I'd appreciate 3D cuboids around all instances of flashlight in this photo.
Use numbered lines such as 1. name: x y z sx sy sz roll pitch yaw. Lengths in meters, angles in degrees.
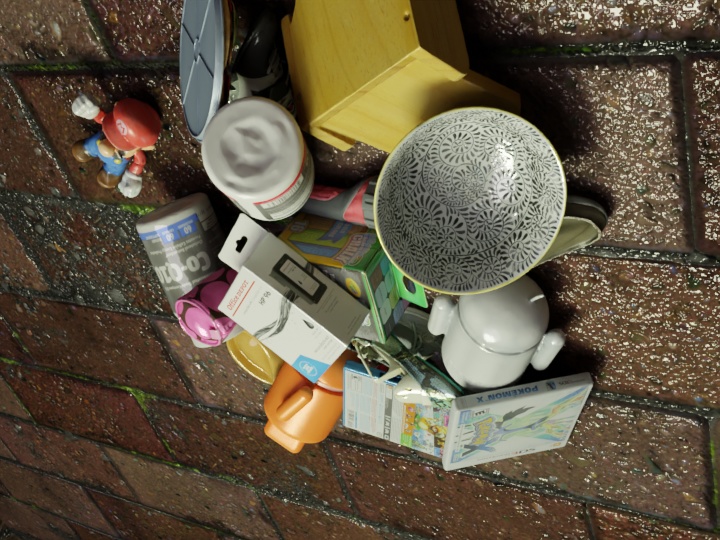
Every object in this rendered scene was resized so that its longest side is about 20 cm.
1. flashlight: -0.037 -0.098 1.161 0.197 0.068 0.069 15 134 33

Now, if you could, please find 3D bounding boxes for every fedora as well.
1. fedora: -0.151 0.113 1.453 0.198 0.082 0.202 22 141 18

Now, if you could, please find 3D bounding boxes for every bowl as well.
1. bowl: 0.108 -0.087 0.964 0.197 0.095 0.204 -1 117 -3

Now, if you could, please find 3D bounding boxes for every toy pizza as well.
1. toy pizza: -0.170 -0.247 1.036 0.031 0.203 0.201 -1 150 -22

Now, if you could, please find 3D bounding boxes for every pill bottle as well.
1. pill bottle: -0.237 0.001 1.340 0.112 0.113 0.203 -6 112 41
2. pill bottle: -0.109 -0.118 1.051 0.110 0.112 0.200 31 176 5

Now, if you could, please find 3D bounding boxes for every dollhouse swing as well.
1. dollhouse swing: 0.051 -0.227 0.976 0.199 0.174 0.185 -24 73 49

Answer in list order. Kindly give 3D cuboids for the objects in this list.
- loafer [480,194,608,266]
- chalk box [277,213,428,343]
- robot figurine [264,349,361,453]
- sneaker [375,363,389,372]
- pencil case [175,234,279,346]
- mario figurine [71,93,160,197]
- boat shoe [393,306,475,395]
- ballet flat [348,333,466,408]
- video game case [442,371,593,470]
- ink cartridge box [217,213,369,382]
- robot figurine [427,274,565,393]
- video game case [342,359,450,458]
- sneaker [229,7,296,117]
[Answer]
1. loafer: 0.181 -0.022 1.026 0.197 0.071 0.075 -19 138 26
2. chalk box: 0.000 0.000 1.186 0.197 0.124 0.126 10 136 28
3. robot figurine: -0.071 0.176 1.382 0.117 0.142 0.202 48 117 42
4. sneaker: 0.102 0.201 1.363 0.198 0.077 0.086 28 137 9
5. pencil case: -0.156 0.028 1.271 0.093 0.199 0.092 36 141 22
6. mario figurine: -0.353 -0.172 1.283 0.122 0.108 0.199 12 162 -28
7. boat shoe: 0.109 0.129 1.285 0.202 0.065 0.074 45 142 -12
8. ballet flat: 0.054 0.136 1.224 0.199 0.074 0.075 39 150 35
9. video game case: 0.202 0.204 1.218 0.179 0.022 0.201 -10 147 -6
10. ink cartridge box: -0.101 0.036 1.142 0.199 0.068 0.116 38 141 -1
11. robot figurine: 0.167 0.076 1.142 0.167 0.114 0.202 14 141 1
12. video game case: 0.069 0.204 1.306 0.197 0.018 0.145 16 138 13
13. sneaker: -0.108 -0.222 1.082 0.087 0.075 0.201 25 149 -3
